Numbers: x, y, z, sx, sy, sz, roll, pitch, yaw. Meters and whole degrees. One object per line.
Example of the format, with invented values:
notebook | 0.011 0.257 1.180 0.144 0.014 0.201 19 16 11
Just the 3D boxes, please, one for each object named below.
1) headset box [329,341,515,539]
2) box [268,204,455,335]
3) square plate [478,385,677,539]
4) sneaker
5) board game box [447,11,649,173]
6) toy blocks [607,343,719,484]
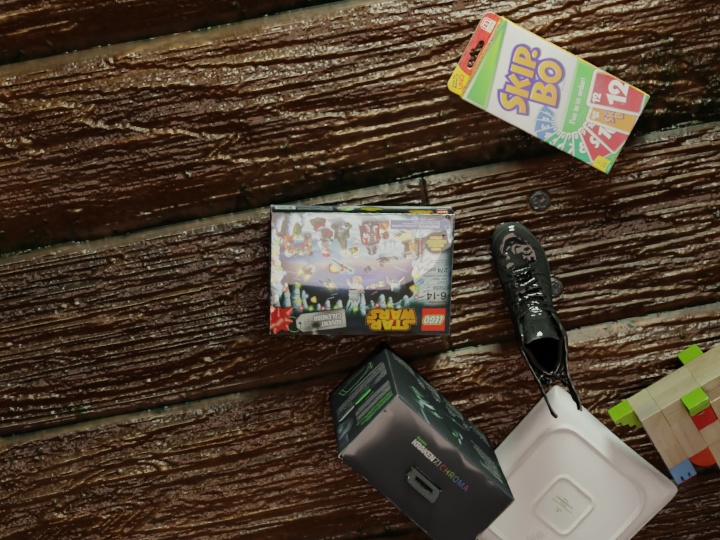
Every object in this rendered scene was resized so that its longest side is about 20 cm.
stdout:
headset box | 0.063 0.190 1.742 0.174 0.200 0.093 42 98 -14
box | 0.000 0.000 1.769 0.199 0.040 0.138 0 106 -5
square plate | 0.230 0.265 1.863 0.200 0.028 0.198 40 98 -12
sneaker | 0.191 0.052 1.763 0.060 0.104 0.201 -15 105 0
board game box | 0.200 -0.190 1.742 0.199 0.030 0.096 26 101 -8
toy blocks | 0.397 0.166 1.825 0.200 0.100 0.137 -31 116 4
